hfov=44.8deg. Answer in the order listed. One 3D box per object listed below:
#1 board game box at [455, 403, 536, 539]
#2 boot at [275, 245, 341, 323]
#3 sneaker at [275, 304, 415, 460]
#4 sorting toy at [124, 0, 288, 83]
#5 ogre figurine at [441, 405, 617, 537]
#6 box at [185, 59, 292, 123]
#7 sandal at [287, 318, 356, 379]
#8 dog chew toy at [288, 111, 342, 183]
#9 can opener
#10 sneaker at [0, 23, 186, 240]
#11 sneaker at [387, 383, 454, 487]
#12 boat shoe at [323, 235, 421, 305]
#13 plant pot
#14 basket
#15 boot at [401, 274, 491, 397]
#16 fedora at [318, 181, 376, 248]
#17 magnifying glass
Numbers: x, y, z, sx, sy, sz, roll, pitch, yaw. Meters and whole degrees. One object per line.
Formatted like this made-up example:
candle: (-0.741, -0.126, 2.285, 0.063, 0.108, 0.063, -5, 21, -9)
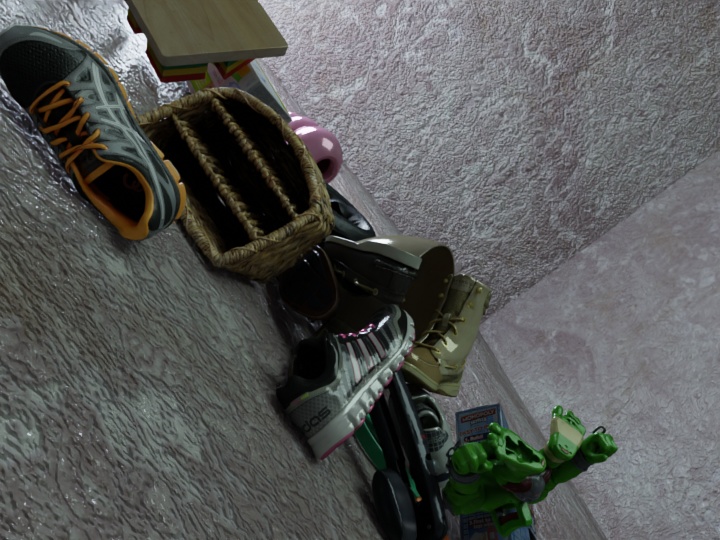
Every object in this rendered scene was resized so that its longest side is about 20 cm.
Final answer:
board game box: (0.166, 0.274, 1.042, 0.200, 0.061, 0.201, 52, 29, -52)
boot: (-0.051, 0.021, 1.033, 0.097, 0.075, 0.200, 45, 0, -35)
sneaker: (-0.015, 0.084, 0.845, 0.087, 0.074, 0.200, 44, 45, -7)
sorting toy: (-0.242, -0.364, 1.309, 0.201, 0.198, 0.070, 58, -36, 28)
ogre figurine: (0.159, 0.208, 0.900, 0.199, 0.120, 0.098, -18, 60, -44)
box: (-0.209, -0.297, 1.419, 0.101, 0.112, 0.201, 47, 9, -49)
sandal: (-0.034, 0.108, 0.948, 0.082, 0.055, 0.200, 48, 22, 2)
dog chew toy: (-0.121, -0.253, 1.764, 0.200, 0.124, 0.125, 50, 4, 39)
can opener: (0.043, 0.179, 0.881, 0.079, 0.063, 0.201, 52, 25, -59)
sneaker: (-0.215, -0.108, 0.696, 0.200, 0.078, 0.077, 50, 17, -19)
sneaker: (0.074, 0.180, 1.067, 0.200, 0.076, 0.081, -119, -164, -67)
boat shoe: (0.000, 0.000, 1.000, 0.071, 0.061, 0.201, 21, -4, -22)
plant pot: (0.018, 0.035, 1.153, 0.134, 0.201, 0.200, 25, -6, 25)
basket: (-0.128, -0.106, 0.949, 0.201, 0.142, 0.149, 56, 7, 16)
boot: (0.103, 0.076, 1.114, 0.072, 0.157, 0.200, 21, -3, 29)
fedora: (-0.073, -0.076, 1.288, 0.200, 0.092, 0.201, 36, 12, -9)
magnifying glass: (0.048, 0.236, 0.967, 0.201, 0.022, 0.080, 57, 7, 17)
